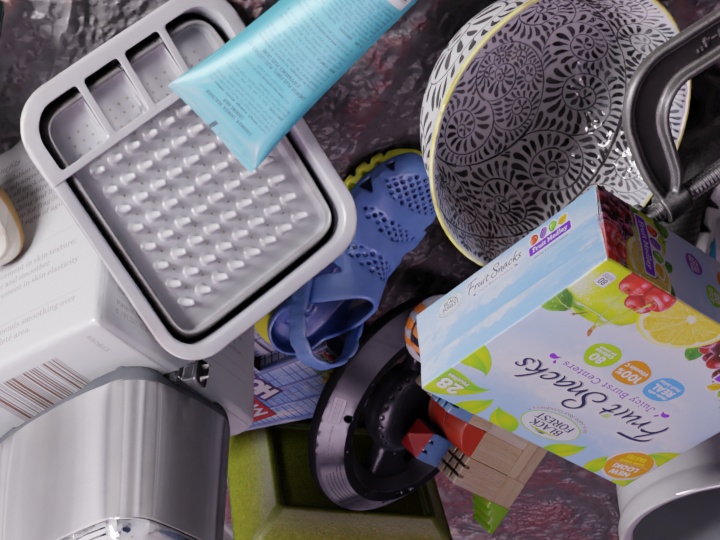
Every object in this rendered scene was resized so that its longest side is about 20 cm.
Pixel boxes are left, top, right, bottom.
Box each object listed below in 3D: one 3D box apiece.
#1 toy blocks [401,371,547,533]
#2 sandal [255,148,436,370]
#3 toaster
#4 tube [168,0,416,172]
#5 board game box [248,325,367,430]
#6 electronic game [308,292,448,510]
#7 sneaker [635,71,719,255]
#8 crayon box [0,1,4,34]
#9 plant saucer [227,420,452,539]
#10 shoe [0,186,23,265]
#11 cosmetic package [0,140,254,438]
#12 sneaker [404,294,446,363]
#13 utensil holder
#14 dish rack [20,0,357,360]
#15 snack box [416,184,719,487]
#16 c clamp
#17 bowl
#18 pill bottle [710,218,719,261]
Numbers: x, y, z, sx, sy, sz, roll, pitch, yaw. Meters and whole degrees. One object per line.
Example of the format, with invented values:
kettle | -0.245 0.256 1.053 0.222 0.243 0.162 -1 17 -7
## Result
toy blocks | 0.107 0.100 1.310 0.136 0.100 0.201 28 98 -40
sandal | 0.000 0.000 1.202 0.079 0.087 0.201 24 113 -30
toaster | -0.160 0.154 1.055 0.199 0.130 0.113 -29 137 30
tube | -0.024 -0.150 1.005 0.200 0.050 0.077 -40 101 17
board game box | -0.110 0.072 1.345 0.199 0.062 0.200 -22 140 24
electronic game | 0.036 0.110 1.336 0.199 0.042 0.201 -27 133 -33
sneaker | 0.211 -0.052 1.126 0.090 0.201 0.066 29 179 -10
crayon box | -0.340 -0.130 1.063 0.126 0.051 0.200 25 136 -33
plant saucer | -0.015 0.193 1.433 0.198 0.200 0.048 6 116 -12
shoe | -0.301 -0.061 1.032 0.070 0.054 0.200 -34 119 28
cosmetic package | -0.186 0.020 1.149 0.167 0.201 0.166 -24 139 27
sneaker | 0.135 0.081 1.208 0.199 0.112 0.078 10 106 -25
utensil holder | 0.284 0.127 1.326 0.168 0.201 0.171 -2 143 -1
dish rack | -0.112 -0.060 1.051 0.201 0.171 0.043 57 155 -11
snack box | 0.164 0.050 1.061 0.199 0.068 0.168 29 131 -31
c clamp | 0.246 -0.096 1.072 0.200 0.027 0.171 -38 120 -9
bowl | 0.108 -0.107 1.057 0.199 0.094 0.202 -16 123 -25
pill bottle | 0.206 -0.003 1.220 0.198 0.112 0.111 12 142 -19
